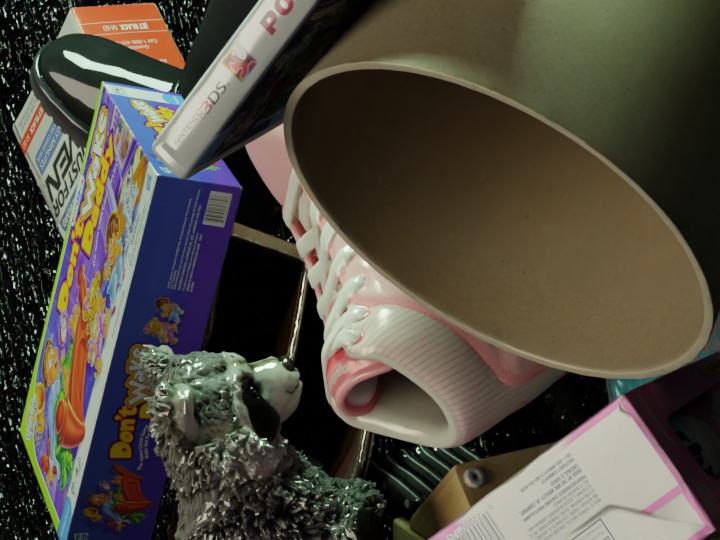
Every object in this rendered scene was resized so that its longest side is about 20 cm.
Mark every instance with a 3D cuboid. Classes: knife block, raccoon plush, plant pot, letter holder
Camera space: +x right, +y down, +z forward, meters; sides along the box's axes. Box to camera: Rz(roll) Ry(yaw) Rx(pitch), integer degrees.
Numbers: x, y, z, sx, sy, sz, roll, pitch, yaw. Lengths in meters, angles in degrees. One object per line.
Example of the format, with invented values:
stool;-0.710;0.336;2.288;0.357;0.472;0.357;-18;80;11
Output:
knife block;0.058;0.168;1.291;0.201;0.064;0.176;67;151;23
raccoon plush;-0.078;0.132;1.219;0.201;0.134;0.097;-60;24;-10
plant pot;0.098;-0.092;1.062;0.186;0.201;0.188;26;155;13
letter holder;-0.069;0.100;1.380;0.200;0.100;0.143;122;163;-45

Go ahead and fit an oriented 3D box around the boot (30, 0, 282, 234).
boot;-0.077;-0.128;1.385;0.164;0.066;0.200;35;136;6

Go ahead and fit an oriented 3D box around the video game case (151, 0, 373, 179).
video game case;0.014;-0.130;1.065;0.023;0.200;0.182;43;119;6

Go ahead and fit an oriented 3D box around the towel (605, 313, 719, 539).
towel;0.163;0.099;1.170;0.146;0.022;0.202;-11;88;56

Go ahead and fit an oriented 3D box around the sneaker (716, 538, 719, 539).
sneaker;0.172;0.157;1.088;0.200;0.075;0.105;-40;76;31

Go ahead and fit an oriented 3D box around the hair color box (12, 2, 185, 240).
hair color box;-0.123;-0.041;1.520;0.201;0.064;0.111;61;140;26

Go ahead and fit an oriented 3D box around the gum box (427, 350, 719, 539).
gum box;0.084;0.115;1.110;0.200;0.113;0.066;-39;80;27

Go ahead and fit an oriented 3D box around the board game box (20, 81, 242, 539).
board game box;-0.119;0.024;1.338;0.135;0.044;0.201;-126;48;-62

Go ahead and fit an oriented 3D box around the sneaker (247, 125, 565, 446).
sneaker;0.000;0.000;1.209;0.200;0.105;0.076;41;151;16
